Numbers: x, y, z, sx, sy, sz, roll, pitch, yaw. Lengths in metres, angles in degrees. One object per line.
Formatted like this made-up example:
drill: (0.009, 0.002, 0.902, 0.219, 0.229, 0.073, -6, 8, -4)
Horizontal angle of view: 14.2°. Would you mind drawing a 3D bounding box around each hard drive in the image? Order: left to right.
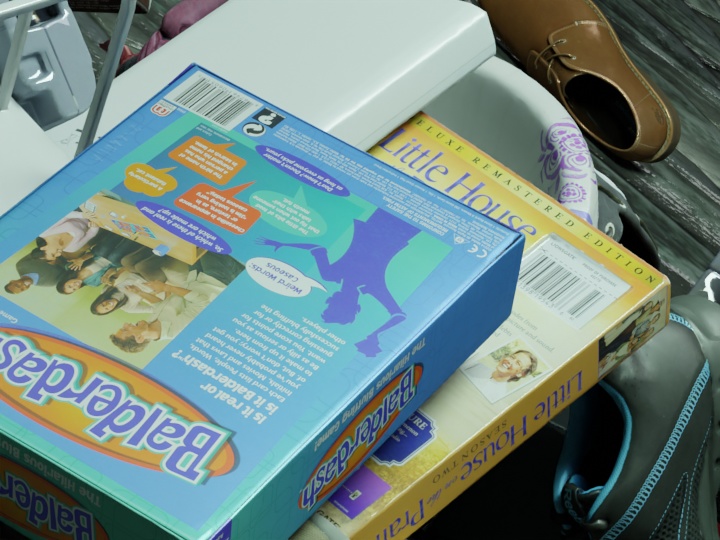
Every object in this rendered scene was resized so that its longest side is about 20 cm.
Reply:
hard drive: (-0.059, -0.057, 1.169, 0.132, 0.200, 0.027, 19, -42, 47)

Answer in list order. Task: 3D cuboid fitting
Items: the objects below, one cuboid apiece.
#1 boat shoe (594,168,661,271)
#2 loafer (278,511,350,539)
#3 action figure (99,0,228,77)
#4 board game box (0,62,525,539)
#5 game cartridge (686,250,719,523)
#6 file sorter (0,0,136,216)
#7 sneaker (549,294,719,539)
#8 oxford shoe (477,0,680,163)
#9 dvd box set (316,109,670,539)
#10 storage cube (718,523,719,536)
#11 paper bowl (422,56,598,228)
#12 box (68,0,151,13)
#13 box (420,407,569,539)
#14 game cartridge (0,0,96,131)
boat shoe: (0.096, -0.017, 1.375, 0.066, 0.070, 0.200, 47, 6, 21)
loafer: (-0.023, 0.138, 0.948, 0.069, 0.075, 0.200, 24, 20, -47)
action figure: (-0.046, -0.086, 1.406, 0.199, 0.135, 0.149, -2, 19, 19)
board game box: (-0.059, 0.020, 1.009, 0.152, 0.045, 0.200, 29, 45, 22)
game cartridge: (0.218, 0.077, 1.267, 0.200, 0.130, 0.038, 36, -13, 11)
file sorter: (-0.197, -0.108, 1.069, 0.138, 0.125, 0.200, -23, 59, -40)
sneaker: (0.109, 0.112, 1.180, 0.082, 0.202, 0.073, -4, 3, -37)
oxford shoe: (0.154, -0.160, 2.153, 0.200, 0.071, 0.071, 45, 23, 19)
dvd box set: (-0.002, 0.029, 1.097, 0.146, 0.200, 0.030, 35, -32, 31)
storage cube: (0.263, 0.123, 1.421, 0.170, 0.180, 0.200, 27, 21, -35)
paper bowl: (0.000, 0.000, 1.220, 0.201, 0.200, 0.105, 51, -24, 38)
box: (-0.168, -0.178, 1.344, 0.099, 0.076, 0.200, 4, -7, 13)
box: (0.057, 0.051, 1.352, 0.141, 0.079, 0.200, 29, 18, -40)
game cartridge: (-0.185, -0.141, 1.175, 0.041, 0.133, 0.201, -25, 95, -41)
